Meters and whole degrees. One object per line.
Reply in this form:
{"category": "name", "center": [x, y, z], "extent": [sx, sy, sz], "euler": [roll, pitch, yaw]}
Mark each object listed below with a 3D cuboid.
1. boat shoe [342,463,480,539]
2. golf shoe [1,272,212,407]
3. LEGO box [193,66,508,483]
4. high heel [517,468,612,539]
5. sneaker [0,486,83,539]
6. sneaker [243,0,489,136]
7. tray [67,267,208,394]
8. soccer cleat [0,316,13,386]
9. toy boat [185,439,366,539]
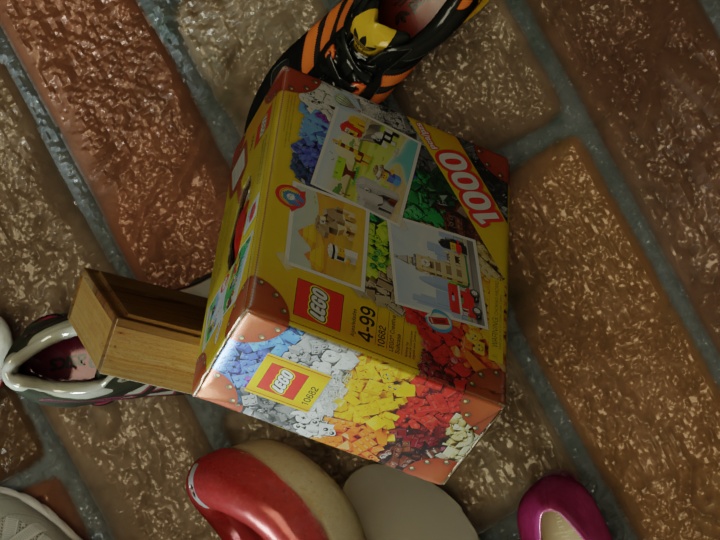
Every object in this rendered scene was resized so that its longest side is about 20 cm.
{"category": "boat shoe", "center": [0.055, 0.212, 1.132], "extent": [0.200, 0.075, 0.093], "euler": [45, 144, 29]}
{"category": "golf shoe", "center": [-0.122, 0.049, 1.141], "extent": [0.200, 0.088, 0.077], "euler": [-14, 91, 8]}
{"category": "LEGO box", "center": [0.000, 0.000, 1.028], "extent": [0.149, 0.200, 0.077], "euler": [21, 131, -15]}
{"category": "high heel", "center": [0.146, 0.215, 1.102], "extent": [0.067, 0.096, 0.200], "euler": [-15, 92, 11]}
{"category": "sneaker", "center": [-0.208, 0.194, 1.171], "extent": [0.200, 0.082, 0.075], "euler": [22, 99, 8]}
{"category": "sneaker", "center": [-0.002, -0.130, 1.100], "extent": [0.200, 0.090, 0.070], "euler": [-44, 87, 11]}
{"category": "tray", "center": [-0.061, 0.049, 1.073], "extent": [0.200, 0.099, 0.037], "euler": [14, 101, -23]}
{"category": "soccer cleat", "center": [-0.305, 0.094, 1.178], "extent": [0.200, 0.085, 0.069], "euler": [-34, 89, 12]}
{"category": "toy boat", "center": [-0.061, 0.205, 1.108], "extent": [0.131, 0.130, 0.200], "euler": [-19, 91, -22]}
